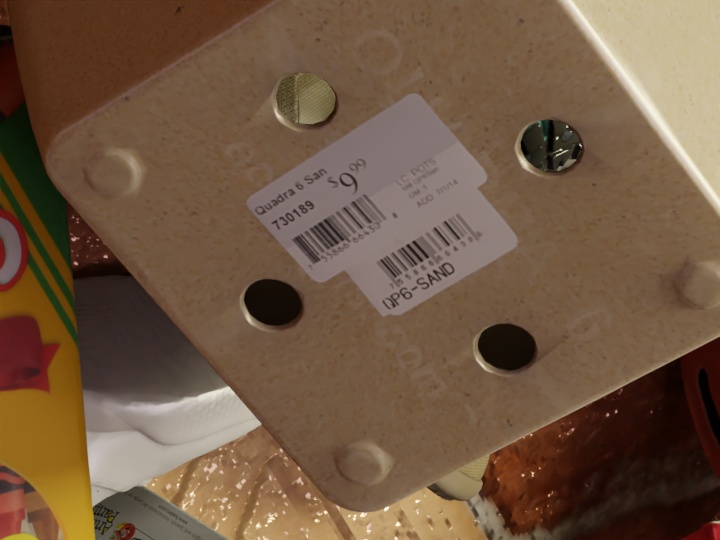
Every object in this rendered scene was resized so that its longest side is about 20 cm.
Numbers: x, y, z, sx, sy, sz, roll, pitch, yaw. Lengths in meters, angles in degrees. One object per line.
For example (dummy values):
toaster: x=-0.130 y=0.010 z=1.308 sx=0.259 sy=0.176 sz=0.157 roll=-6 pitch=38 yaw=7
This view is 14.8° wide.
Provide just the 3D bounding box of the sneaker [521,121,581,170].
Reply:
sneaker: x=0.068 y=-0.051 z=0.962 sx=0.078 sy=0.086 sz=0.200 roll=-48 pitch=156 yaw=10

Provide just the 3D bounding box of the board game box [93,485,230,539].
board game box: x=-0.101 y=0.178 z=0.891 sx=0.200 sy=0.105 sz=0.103 roll=-47 pitch=130 yaw=-15

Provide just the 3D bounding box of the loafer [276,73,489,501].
loafer: x=0.000 y=0.000 z=0.925 sx=0.067 sy=0.076 sz=0.200 roll=-43 pitch=128 yaw=-11

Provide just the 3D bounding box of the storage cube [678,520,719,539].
storage cube: x=0.156 y=0.199 z=1.002 sx=0.200 sy=0.171 sz=0.180 roll=6 pitch=68 yaw=-30

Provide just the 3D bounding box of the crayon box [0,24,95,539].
crayon box: x=-0.140 y=0.039 z=0.760 sx=0.127 sy=0.051 sz=0.200 roll=-13 pitch=106 yaw=-36

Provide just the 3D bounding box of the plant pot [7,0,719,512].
plant pot: x=0.022 y=-0.056 z=0.740 sx=0.200 sy=0.177 sz=0.200 roll=-29 pitch=116 yaw=24

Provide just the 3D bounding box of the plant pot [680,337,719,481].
plant pot: x=0.242 y=0.026 z=1.066 sx=0.195 sy=0.201 sz=0.201 roll=-1 pitch=107 yaw=-30

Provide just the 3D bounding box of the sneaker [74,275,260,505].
sneaker: x=-0.112 y=0.064 z=0.873 sx=0.200 sy=0.075 sz=0.089 roll=-15 pitch=127 yaw=-27
